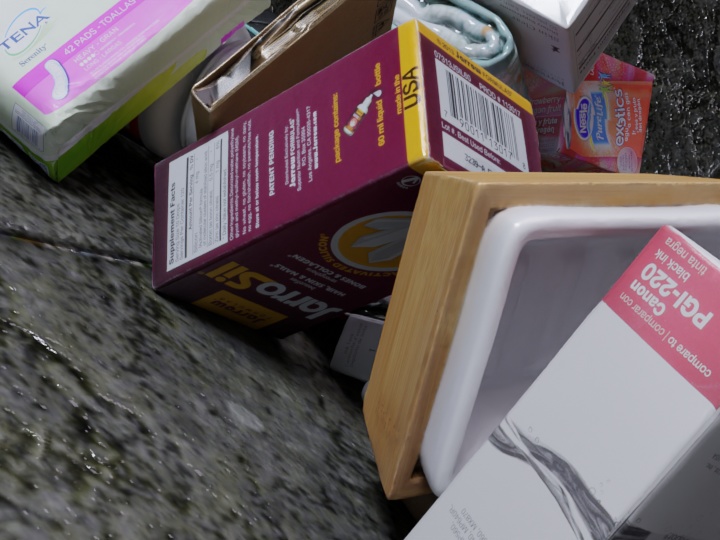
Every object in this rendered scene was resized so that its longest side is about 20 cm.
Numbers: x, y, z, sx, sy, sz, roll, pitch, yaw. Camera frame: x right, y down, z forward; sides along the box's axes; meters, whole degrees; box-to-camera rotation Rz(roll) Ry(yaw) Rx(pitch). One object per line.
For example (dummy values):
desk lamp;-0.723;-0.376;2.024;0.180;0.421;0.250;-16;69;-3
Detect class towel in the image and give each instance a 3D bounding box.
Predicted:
towel;0.040;-0.173;0.846;0.200;0.048;0.171;34;-1;20

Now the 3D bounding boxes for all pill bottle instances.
pill bottle;-0.150;-0.150;0.816;0.200;0.114;0.114;30;8;20

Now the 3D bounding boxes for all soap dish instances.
soap dish;0.099;0.023;0.561;0.199;0.158;0.081;-4;27;-38

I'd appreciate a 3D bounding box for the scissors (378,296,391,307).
scissors;0.000;0.000;0.756;0.199;0.014;0.073;17;36;33

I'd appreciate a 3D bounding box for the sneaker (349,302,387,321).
sneaker;0.046;0.033;0.829;0.200;0.076;0.115;23;10;6

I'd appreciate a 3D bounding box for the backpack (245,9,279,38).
backpack;-0.050;-0.120;0.967;0.200;0.154;0.176;18;14;-41

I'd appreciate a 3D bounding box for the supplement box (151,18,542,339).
supplement box;-0.011;-0.041;0.630;0.110;0.200;0.086;25;52;-44

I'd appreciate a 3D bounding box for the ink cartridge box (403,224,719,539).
ink cartridge box;0.131;0.100;0.506;0.145;0.200;0.085;27;14;-41

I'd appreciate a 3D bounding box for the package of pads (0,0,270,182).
package of pads;-0.176;-0.175;0.715;0.154;0.200;0.068;38;-26;12

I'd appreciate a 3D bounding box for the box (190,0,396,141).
box;-0.042;-0.111;0.738;0.021;0.163;0.200;43;-18;10

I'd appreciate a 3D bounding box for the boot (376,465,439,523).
boot;0.083;0.116;0.648;0.075;0.074;0.200;36;12;32

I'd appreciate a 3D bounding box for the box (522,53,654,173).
box;0.142;-0.130;0.985;0.102;0.095;0.200;13;-6;-34

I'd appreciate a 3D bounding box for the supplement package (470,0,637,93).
supplement package;0.107;-0.252;0.800;0.200;0.156;0.111;33;-4;19

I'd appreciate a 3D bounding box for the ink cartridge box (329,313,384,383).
ink cartridge box;0.054;0.078;0.782;0.200;0.044;0.173;27;-10;-41

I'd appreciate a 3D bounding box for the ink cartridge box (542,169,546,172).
ink cartridge box;0.086;-0.034;0.982;0.084;0.176;0.200;43;12;31
